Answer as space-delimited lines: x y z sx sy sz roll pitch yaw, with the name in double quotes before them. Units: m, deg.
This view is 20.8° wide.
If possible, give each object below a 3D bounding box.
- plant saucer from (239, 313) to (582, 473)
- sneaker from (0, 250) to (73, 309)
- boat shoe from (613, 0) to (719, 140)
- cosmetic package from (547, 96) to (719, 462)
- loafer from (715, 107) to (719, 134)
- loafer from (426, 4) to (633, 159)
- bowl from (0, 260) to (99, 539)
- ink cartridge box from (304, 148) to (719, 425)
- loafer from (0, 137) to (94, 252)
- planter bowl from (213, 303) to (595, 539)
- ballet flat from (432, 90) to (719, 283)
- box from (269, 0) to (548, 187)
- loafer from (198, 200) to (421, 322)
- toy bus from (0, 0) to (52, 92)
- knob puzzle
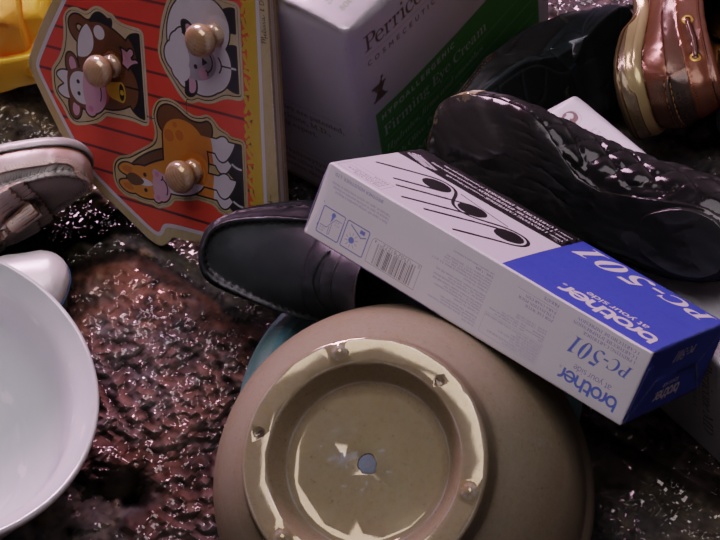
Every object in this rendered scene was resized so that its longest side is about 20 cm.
"plant saucer" 0.026 0.065 1.119 0.199 0.027 0.201 -4 52 6
"sneaker" -0.270 0.028 1.171 0.199 0.073 0.072 -17 50 -6
"boat shoe" 0.206 -0.163 1.223 0.067 0.072 0.200 -8 45 25
"cosmetic package" 0.160 0.003 1.097 0.074 0.102 0.200 -33 53 -15
"loafer" 0.314 -0.119 1.186 0.199 0.072 0.063 -4 46 9
"loafer" 0.095 -0.103 1.198 0.072 0.073 0.200 3 26 40
"bowl" -0.251 0.087 1.091 0.200 0.090 0.202 9 53 -12
"ink cartridge box" 0.078 0.003 1.003 0.200 0.044 0.094 32 23 25
"loafer" -0.255 -0.023 1.213 0.199 0.072 0.063 -16 59 8
"planter bowl" 0.013 0.105 0.978 0.199 0.135 0.201 -3 76 10
"ballet flat" 0.124 -0.044 1.053 0.200 0.067 0.057 27 24 27
"box" -0.016 -0.186 1.228 0.200 0.172 0.199 28 61 27
"loafer" 0.000 0.000 1.103 0.200 0.068 0.070 9 10 14
"toy bus" -0.259 -0.245 1.306 0.135 0.192 0.201 -5 53 4
"knob puzzle" -0.131 -0.104 1.174 0.219 0.220 0.030 28 37 27
